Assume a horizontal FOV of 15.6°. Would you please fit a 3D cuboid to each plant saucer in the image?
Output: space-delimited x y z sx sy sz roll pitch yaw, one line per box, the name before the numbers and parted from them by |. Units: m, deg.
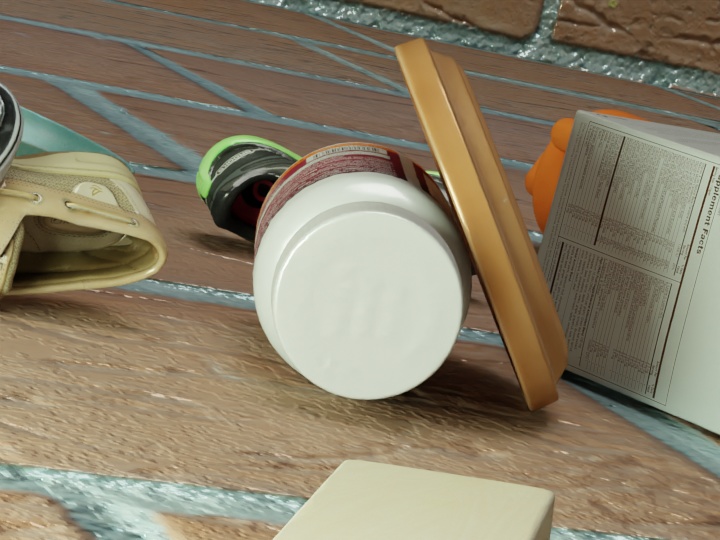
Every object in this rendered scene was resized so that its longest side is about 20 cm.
plant saucer | -0.239 -0.086 1.634 0.200 0.036 0.200 24 6 -3
plant saucer | 0.066 -0.026 1.354 0.032 0.201 0.200 -21 10 2

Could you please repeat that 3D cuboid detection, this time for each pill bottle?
pill bottle | 0.000 0.000 1.325 0.109 0.110 0.200 13 9 -4

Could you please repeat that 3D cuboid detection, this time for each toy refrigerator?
toy refrigerator | 0.010 0.115 0.805 0.076 0.070 0.200 8 8 8

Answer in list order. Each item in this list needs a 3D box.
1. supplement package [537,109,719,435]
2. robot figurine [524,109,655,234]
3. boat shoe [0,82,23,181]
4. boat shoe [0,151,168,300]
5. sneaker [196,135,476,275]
supplement package | 0.235 0.010 1.485 0.191 0.148 0.200 4 13 -45
robot figurine | 0.202 -0.048 1.879 0.116 0.144 0.200 -17 22 -25
boat shoe | -0.230 -0.052 1.201 0.200 0.068 0.072 -25 73 -38
boat shoe | -0.188 -0.019 1.282 0.199 0.071 0.065 -6 42 -31
sneaker | -0.006 -0.026 1.633 0.199 0.077 0.084 10 27 -5
